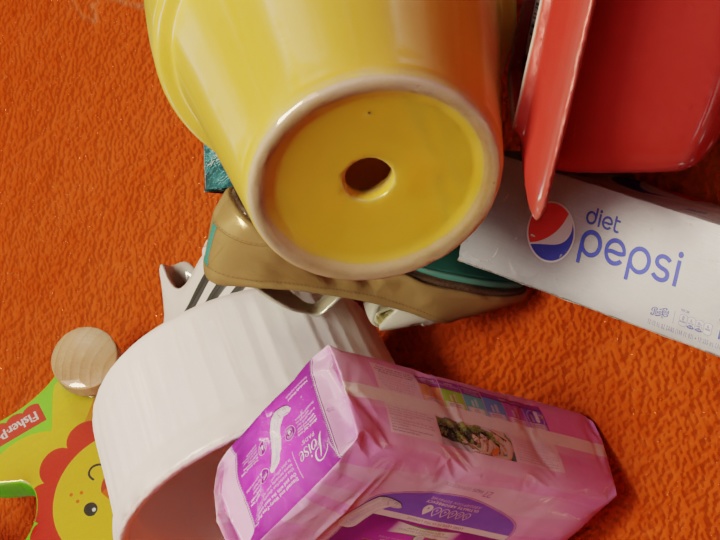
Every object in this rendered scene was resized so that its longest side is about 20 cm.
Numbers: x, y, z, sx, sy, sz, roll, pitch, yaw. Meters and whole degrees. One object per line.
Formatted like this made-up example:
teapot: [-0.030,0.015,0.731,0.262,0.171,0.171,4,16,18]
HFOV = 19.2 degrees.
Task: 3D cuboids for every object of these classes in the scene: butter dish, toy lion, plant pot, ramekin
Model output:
butter dish: [0.160,-0.131,1.096,0.147,0.200,0.201,10,108,-2]
toy lion: [-0.187,0.149,1.405,0.200,0.069,0.192,-29,60,-4]
plant pot: [-0.008,-0.103,1.107,0.201,0.200,0.189,-51,32,29]
ramekin: [-0.062,0.096,1.263,0.200,0.200,0.098,-45,53,33]

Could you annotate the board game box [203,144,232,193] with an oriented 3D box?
board game box: [-0.048,-0.154,1.359,0.135,0.028,0.201,-4,86,41]

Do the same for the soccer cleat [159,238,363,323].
soccer cleat: [-0.059,0.006,1.345,0.200,0.068,0.086,-23,78,45]

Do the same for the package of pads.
package of pads: [0.030,0.117,1.170,0.121,0.200,0.076,-47,45,31]

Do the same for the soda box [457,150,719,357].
soda box: [0.150,-0.011,1.154,0.200,0.063,0.069,20,104,41]

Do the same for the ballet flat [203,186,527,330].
ballet flat: [0.000,0.000,1.210,0.063,0.199,0.069,-62,29,24]
